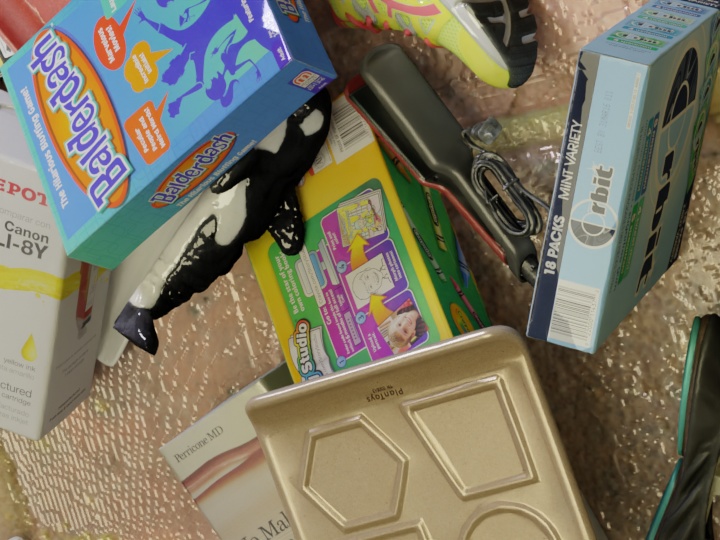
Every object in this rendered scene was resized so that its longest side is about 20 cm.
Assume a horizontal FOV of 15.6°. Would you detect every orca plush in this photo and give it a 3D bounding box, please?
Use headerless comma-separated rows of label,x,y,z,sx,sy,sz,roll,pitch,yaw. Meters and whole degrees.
orca plush,-0.069,-0.027,1.625,0.071,0.105,0.200,35,77,-3

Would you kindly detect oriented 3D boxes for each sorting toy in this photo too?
sorting toy,0.045,0.141,1.570,0.185,0.036,0.200,-17,101,25

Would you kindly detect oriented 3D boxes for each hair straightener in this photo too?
hair straightener,0.065,-0.057,1.586,0.200,0.041,0.077,55,155,13

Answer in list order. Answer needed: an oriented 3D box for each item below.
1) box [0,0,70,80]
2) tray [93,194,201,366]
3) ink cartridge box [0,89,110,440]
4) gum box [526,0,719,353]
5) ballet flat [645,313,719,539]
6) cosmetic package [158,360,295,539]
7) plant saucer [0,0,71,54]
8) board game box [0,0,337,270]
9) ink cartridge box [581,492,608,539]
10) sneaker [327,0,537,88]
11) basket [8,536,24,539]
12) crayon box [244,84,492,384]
box,-0.240,-0.234,1.738,0.161,0.049,0.200,-20,96,29
tray,-0.164,-0.043,1.774,0.107,0.022,0.200,35,115,11
ink cartridge box,-0.246,-0.009,1.749,0.145,0.083,0.200,19,118,15
gum box,0.158,-0.062,1.530,0.044,0.200,0.170,15,110,16
ballet flat,0.221,0.118,1.636,0.068,0.068,0.200,14,120,9
cosmetic package,-0.027,0.163,1.737,0.103,0.087,0.200,-36,88,28
plant saucer,-0.153,-0.207,1.664,0.200,0.037,0.200,-42,85,26
board game box,-0.121,-0.120,1.592,0.200,0.045,0.152,-40,57,26
ink cartridge box,0.088,0.181,1.659,0.083,0.145,0.200,-29,92,27
sneaker,0.027,-0.174,1.630,0.200,0.078,0.090,46,118,17
basket,-0.221,0.307,1.835,0.200,0.136,0.123,37,118,10
crayon box,0.000,0.000,1.653,0.119,0.058,0.200,-32,66,27
